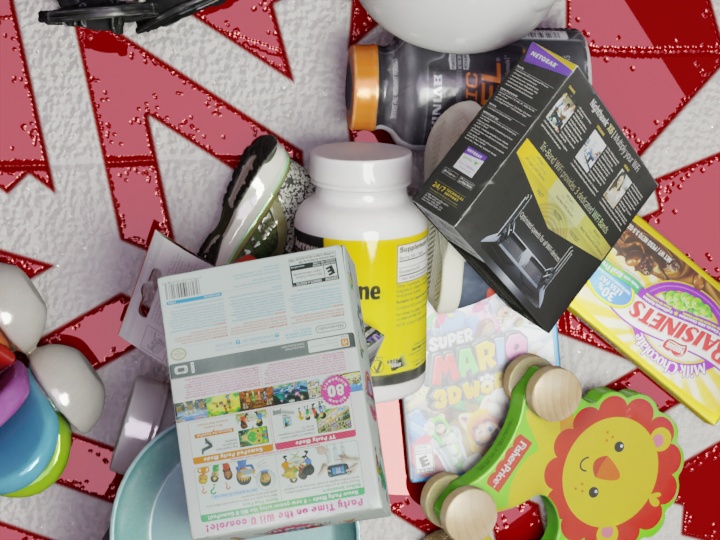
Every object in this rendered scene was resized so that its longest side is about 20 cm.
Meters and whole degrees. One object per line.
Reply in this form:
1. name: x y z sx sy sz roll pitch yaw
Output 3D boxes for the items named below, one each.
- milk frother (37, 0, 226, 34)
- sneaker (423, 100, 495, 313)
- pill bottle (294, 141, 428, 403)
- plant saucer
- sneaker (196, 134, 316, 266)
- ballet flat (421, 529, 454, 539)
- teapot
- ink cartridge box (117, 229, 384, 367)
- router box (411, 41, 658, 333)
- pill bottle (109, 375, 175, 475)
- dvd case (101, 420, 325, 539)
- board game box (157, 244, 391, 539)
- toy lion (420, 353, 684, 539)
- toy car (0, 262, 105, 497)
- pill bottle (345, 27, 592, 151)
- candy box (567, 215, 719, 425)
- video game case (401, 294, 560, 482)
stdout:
1. milk frother: -0.191 -0.284 1.479 0.179 0.200 0.189 -24 96 -1
2. sneaker: 0.100 -0.057 1.545 0.084 0.075 0.201 -10 133 -20
3. pill bottle: 0.000 0.000 1.546 0.111 0.112 0.202 -2 104 -7
4. plant saucer: -0.096 0.207 1.459 0.198 0.036 0.202 0 90 8
5. sneaker: -0.087 -0.008 1.576 0.088 0.077 0.201 25 94 -19
6. ballet flat: 0.037 0.318 1.610 0.070 0.065 0.201 24 91 -8
7. teapot: 0.079 -0.286 1.504 0.198 0.147 0.199 -2 54 -7
8. ink cartridge box: -0.090 0.053 1.507 0.199 0.050 0.110 30 117 14
9. router box: 0.144 -0.062 1.490 0.158 0.052 0.200 -52 142 -5
10. pill bottle: -0.103 0.155 1.560 0.198 0.111 0.112 17 92 -8
11. dvd case: -0.117 0.209 1.489 0.148 0.016 0.201 33 94 7
12. board game box: -0.065 0.095 1.410 0.146 0.064 0.202 -10 76 5
13. toy lion: 0.178 0.181 1.607 0.191 0.069 0.201 39 84 -21
14. toy car: -0.313 0.101 1.512 0.174 0.150 0.201 -35 97 -4
15. pill bottle: 0.087 -0.152 1.566 0.198 0.106 0.107 0 94 -6
16. candy box: 0.263 0.036 1.631 0.200 0.026 0.103 38 87 -11
17. video game case: 0.103 0.077 1.626 0.142 0.018 0.202 -6 94 -6
